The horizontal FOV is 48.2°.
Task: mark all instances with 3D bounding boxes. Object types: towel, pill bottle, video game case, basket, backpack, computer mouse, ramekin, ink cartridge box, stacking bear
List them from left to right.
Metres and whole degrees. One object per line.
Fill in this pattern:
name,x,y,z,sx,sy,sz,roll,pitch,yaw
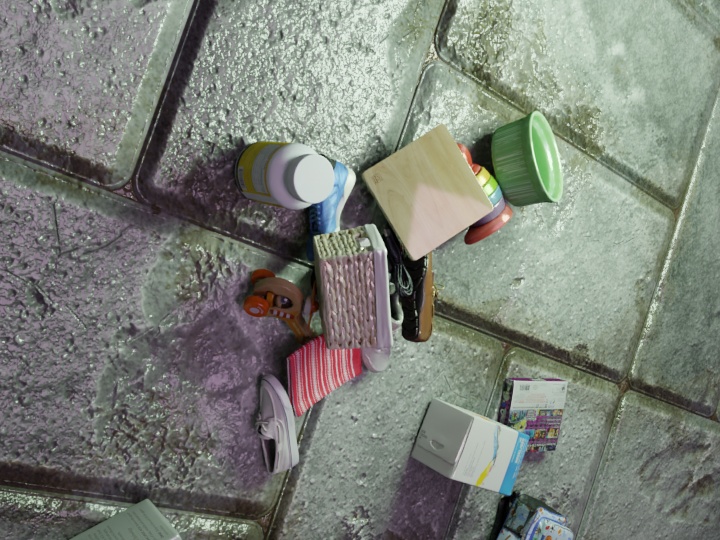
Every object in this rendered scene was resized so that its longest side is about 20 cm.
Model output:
pill bottle,-0.131,-0.166,1.399,0.111,0.199,0.113,-8,104,-34
towel,-0.067,0.185,1.575,0.199,0.022,0.146,-29,128,-43
basket,-0.016,0.034,1.465,0.122,0.136,0.202,-8,114,-6
computer mouse,0.000,0.000,1.573,0.198,0.053,0.140,-14,78,-13
stacking bear,0.229,-0.178,1.709,0.201,0.113,0.122,56,30,-17
ink cartridge box,0.246,0.395,1.802,0.199,0.147,0.146,25,84,-36
ramekin,0.363,-0.236,1.755,0.200,0.097,0.202,29,55,-53
backpack,0.419,0.670,1.983,0.199,0.154,0.192,32,90,-38
video game case,0.423,0.358,1.988,0.198,0.036,0.184,5,96,-36

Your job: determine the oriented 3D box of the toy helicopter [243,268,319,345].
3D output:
toy helicopter,-0.123,0.078,1.507,0.201,0.131,0.079,61,31,-45

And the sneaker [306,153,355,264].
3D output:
sneaker,-0.085,-0.120,1.513,0.111,0.076,0.202,27,79,-41

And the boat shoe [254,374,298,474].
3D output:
boat shoe,-0.170,0.299,1.542,0.065,0.072,0.202,-23,120,-34

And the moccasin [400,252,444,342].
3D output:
moccasin,0.127,0.046,1.652,0.077,0.073,0.204,6,80,-52

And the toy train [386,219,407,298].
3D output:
toy train,0.082,-0.028,1.677,0.045,0.034,0.202,-16,108,-30

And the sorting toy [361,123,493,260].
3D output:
sorting toy,0.130,-0.154,1.616,0.198,0.070,0.201,-32,93,-9

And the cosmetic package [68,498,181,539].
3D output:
cosmetic package,-0.401,0.529,1.359,0.199,0.164,0.167,-25,111,-29

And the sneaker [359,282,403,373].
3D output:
sneaker,0.043,0.117,1.636,0.077,0.099,0.203,-7,103,-34
